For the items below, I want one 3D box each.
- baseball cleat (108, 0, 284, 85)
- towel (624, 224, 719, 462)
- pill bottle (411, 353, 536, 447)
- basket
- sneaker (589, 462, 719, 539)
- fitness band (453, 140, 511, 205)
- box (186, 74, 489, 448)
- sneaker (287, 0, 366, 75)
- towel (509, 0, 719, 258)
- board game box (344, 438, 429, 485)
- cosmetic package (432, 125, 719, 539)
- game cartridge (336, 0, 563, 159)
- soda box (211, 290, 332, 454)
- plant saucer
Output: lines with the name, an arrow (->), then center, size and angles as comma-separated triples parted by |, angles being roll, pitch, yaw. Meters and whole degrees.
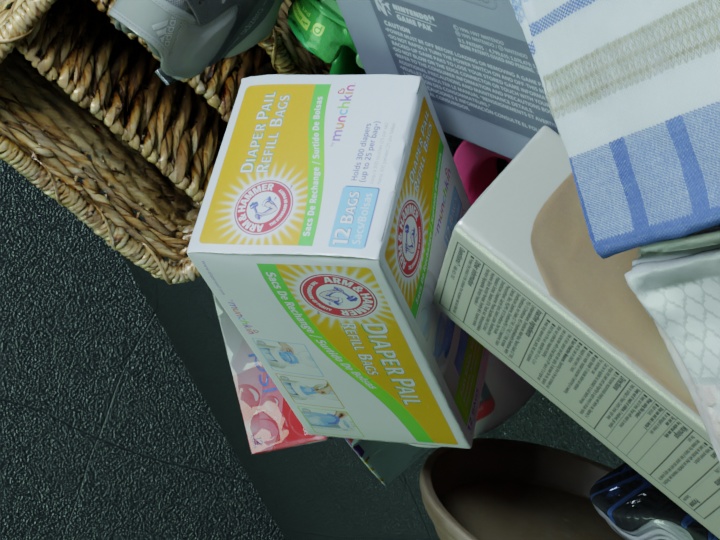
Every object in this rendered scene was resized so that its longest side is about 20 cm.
baseball cleat -> -0.073, -0.164, 0.738 | 0.070, 0.106, 0.201 | 37, 149, 18
towel -> 0.204, 0.058, 0.537 | 0.199, 0.032, 0.192 | -17, 104, 55
pill bottle -> 0.032, 0.003, 0.979 | 0.201, 0.119, 0.119 | 63, 165, -24
basket -> -0.115, -0.113, 0.887 | 0.142, 0.150, 0.200 | -23, 129, 34
sneaker -> 0.195, 0.154, 0.842 | 0.077, 0.075, 0.200 | 64, 167, -16
fitness band -> 0.118, 0.004, 0.858 | 0.201, 0.037, 0.144 | 54, 167, 14
box -> 0.000, 0.000, 0.798 | 0.100, 0.113, 0.200 | 2, 148, 21
sneaker -> 0.002, -0.152, 0.800 | 0.074, 0.083, 0.201 | 52, 166, 34
towel -> 0.099, -0.111, 0.549 | 0.147, 0.024, 0.202 | -21, 87, 67
board game box -> -0.010, 0.063, 1.265 | 0.200, 0.105, 0.103 | 48, 176, 31
cosmetic package -> 0.134, 0.036, 0.697 | 0.200, 0.071, 0.105 | 40, 161, 10
game cartridge -> 0.066, -0.107, 0.699 | 0.199, 0.041, 0.134 | 28, 157, 40
soda box -> -0.061, 0.023, 1.065 | 0.063, 0.069, 0.202 | -16, -88, -66
plant saucer -> 0.128, 0.161, 0.900 | 0.200, 0.199, 0.030 | 40, 119, 51
